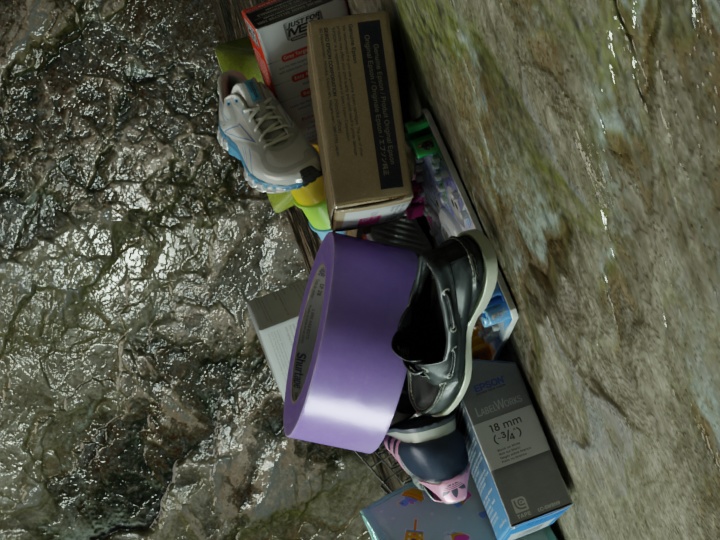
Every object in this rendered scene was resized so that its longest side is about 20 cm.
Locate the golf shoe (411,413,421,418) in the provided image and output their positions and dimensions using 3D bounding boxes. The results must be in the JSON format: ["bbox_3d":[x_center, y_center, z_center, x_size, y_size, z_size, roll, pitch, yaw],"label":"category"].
[{"bbox_3d":[0.090,0.170,1.582,0.092,0.075,0.201,75,174,-68],"label":"golf shoe"}]

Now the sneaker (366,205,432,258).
[{"bbox_3d":[0.014,-0.083,1.411,0.114,0.072,0.201,-118,8,-69],"label":"sneaker"}]

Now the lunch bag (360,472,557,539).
[{"bbox_3d":[0.110,0.288,1.312,0.201,0.170,0.122,64,172,12],"label":"lunch bag"}]

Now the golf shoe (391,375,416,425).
[{"bbox_3d":[0.038,0.084,1.394,0.077,0.088,0.200,32,-149,-13],"label":"golf shoe"}]

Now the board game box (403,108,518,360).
[{"bbox_3d":[0.083,-0.021,1.211,0.200,0.026,0.201,90,158,-75],"label":"board game box"}]

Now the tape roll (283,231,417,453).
[{"bbox_3d":[-0.011,0.069,1.271,0.200,0.084,0.201,-168,90,-80],"label":"tape roll"}]

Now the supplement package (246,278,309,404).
[{"bbox_3d":[-0.025,0.071,1.655,0.117,0.199,0.118,-127,17,-70],"label":"supplement package"}]

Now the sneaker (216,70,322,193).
[{"bbox_3d":[-0.103,-0.147,1.357,0.200,0.075,0.087,41,148,48],"label":"sneaker"}]

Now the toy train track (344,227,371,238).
[{"bbox_3d":[0.000,0.000,1.403,0.115,0.032,0.200,56,159,29],"label":"toy train track"}]

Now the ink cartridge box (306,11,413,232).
[{"bbox_3d":[-0.003,-0.129,1.208,0.200,0.075,0.166,128,133,-86],"label":"ink cartridge box"}]

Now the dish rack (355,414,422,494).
[{"bbox_3d":[0.039,0.168,1.510,0.200,0.054,0.154,44,127,24],"label":"dish rack"}]

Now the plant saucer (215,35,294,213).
[{"bbox_3d":[-0.069,-0.189,1.558,0.200,0.048,0.201,-34,-74,-60],"label":"plant saucer"}]

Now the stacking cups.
[{"bbox_3d":[-0.025,-0.045,1.445,0.200,0.060,0.061,62,180,-39],"label":"stacking cups"}]

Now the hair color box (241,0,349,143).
[{"bbox_3d":[-0.047,-0.196,1.417,0.061,0.101,0.201,-123,14,-53],"label":"hair color box"}]

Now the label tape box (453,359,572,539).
[{"bbox_3d":[0.122,0.142,1.225,0.144,0.063,0.201,87,163,-73],"label":"label tape box"}]

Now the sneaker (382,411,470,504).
[{"bbox_3d":[0.062,0.179,1.258,0.200,0.070,0.082,106,146,-85],"label":"sneaker"}]

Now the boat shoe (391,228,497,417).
[{"bbox_3d":[0.059,0.054,1.116,0.075,0.066,0.200,56,146,33],"label":"boat shoe"}]
